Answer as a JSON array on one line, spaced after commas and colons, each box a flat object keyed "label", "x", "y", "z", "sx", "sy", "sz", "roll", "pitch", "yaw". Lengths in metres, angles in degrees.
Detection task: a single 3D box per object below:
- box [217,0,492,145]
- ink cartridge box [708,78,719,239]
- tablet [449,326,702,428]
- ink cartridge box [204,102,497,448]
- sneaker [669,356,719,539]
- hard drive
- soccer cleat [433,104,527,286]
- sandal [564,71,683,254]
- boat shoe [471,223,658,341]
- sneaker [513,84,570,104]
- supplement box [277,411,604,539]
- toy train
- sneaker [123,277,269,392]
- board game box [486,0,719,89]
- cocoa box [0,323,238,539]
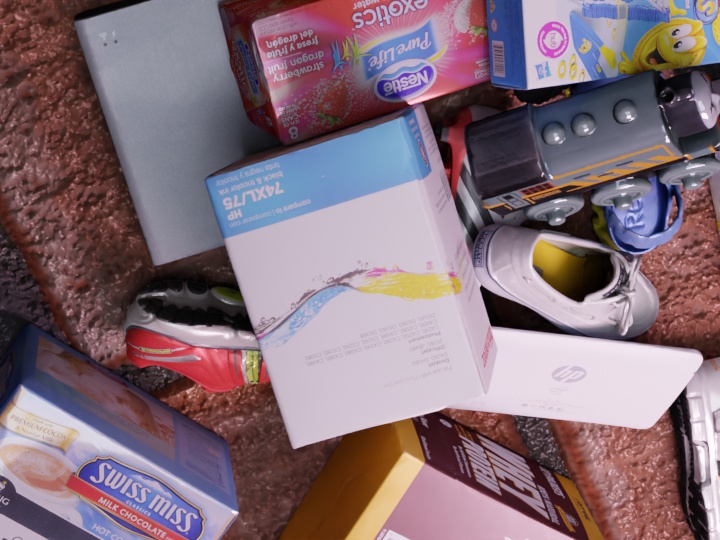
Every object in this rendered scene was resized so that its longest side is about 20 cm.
[{"label": "box", "x": 0.010, "y": -0.170, "z": 1.155, "sx": 0.200, "sy": 0.100, "sz": 0.096, "roll": -19, "pitch": 111, "yaw": -14}, {"label": "ink cartridge box", "x": 0.332, "y": -0.045, "z": 1.238, "sx": 0.086, "sy": 0.148, "sz": 0.200, "roll": -15, "pitch": 110, "yaw": -2}, {"label": "tablet", "x": 0.162, "y": 0.089, "z": 1.296, "sx": 0.200, "sy": 0.014, "sz": 0.130, "roll": 6, "pitch": 146, "yaw": -10}, {"label": "ink cartridge box", "x": 0.000, "y": 0.000, "z": 1.141, "sx": 0.146, "sy": 0.147, "sz": 0.200, "roll": -17, "pitch": 97, "yaw": 10}, {"label": "sneaker", "x": 0.312, "y": 0.164, "z": 1.352, "sx": 0.080, "sy": 0.074, "sz": 0.200, "roll": -12, "pitch": 112, "yaw": -7}, {"label": "hard drive", "x": -0.119, "y": -0.115, "z": 1.212, "sx": 0.140, "sy": 0.033, "sz": 0.200, "roll": -16, "pitch": 112, "yaw": -2}, {"label": "soccer cleat", "x": 0.093, "y": -0.030, "z": 1.255, "sx": 0.085, "sy": 0.069, "sz": 0.200, "roll": 4, "pitch": 105, "yaw": -5}, {"label": "sandal", "x": 0.210, "y": -0.097, "z": 1.236, "sx": 0.079, "sy": 0.087, "sz": 0.200, "roll": -17, "pitch": 109, "yaw": 1}, {"label": "boat shoe", "x": 0.184, "y": 0.008, "z": 1.236, "sx": 0.202, "sy": 0.086, "sz": 0.075, "roll": 24, "pitch": 76, "yaw": -39}, {"label": "sneaker", "x": 0.137, "y": -0.224, "z": 1.183, "sx": 0.091, "sy": 0.076, "sz": 0.200, "roll": 10, "pitch": 99, "yaw": -21}, {"label": "supplement box", "x": 0.058, "y": 0.237, "z": 1.311, "sx": 0.200, "sy": 0.133, "sz": 0.197, "roll": 29, "pitch": 103, "yaw": -16}, {"label": "toy train", "x": 0.170, "y": -0.090, "z": 1.144, "sx": 0.200, "sy": 0.114, "sz": 0.085, "roll": -15, "pitch": 76, "yaw": 23}, {"label": "sneaker", "x": -0.091, "y": 0.063, "z": 1.272, "sx": 0.200, "sy": 0.077, "sz": 0.085, "roll": 15, "pitch": 127, "yaw": -12}, {"label": "board game box", "x": 0.183, "y": -0.237, "z": 1.120, "sx": 0.196, "sy": 0.056, "sz": 0.200, "roll": -11, "pitch": 105, "yaw": -21}, {"label": "cocoa box", "x": -0.213, "y": 0.160, "z": 1.245, "sx": 0.200, "sy": 0.133, "sz": 0.131, "roll": 34, "pitch": 101, "yaw": -18}]
